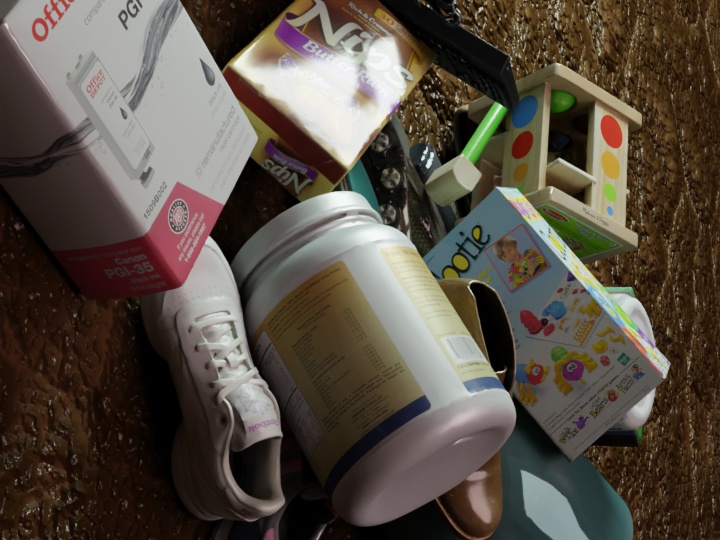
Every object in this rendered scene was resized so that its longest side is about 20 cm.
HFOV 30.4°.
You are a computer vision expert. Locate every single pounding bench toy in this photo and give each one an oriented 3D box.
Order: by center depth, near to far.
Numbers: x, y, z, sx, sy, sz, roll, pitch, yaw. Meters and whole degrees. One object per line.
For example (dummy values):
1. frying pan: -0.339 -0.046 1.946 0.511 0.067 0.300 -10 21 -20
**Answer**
1. pounding bench toy: 0.153 -0.112 1.238 0.198 0.123 0.158 23 63 -35

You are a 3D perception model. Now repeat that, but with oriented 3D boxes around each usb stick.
1. usb stick: 0.088 -0.030 1.283 0.202 0.032 0.056 64 36 -31

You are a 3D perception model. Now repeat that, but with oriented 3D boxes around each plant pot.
1. plant pot: 0.106 0.198 1.129 0.162 0.199 0.201 54 39 -18

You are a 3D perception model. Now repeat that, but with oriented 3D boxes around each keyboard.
1. keyboard: 0.047 -0.205 1.087 0.021 0.199 0.127 -47 149 -12

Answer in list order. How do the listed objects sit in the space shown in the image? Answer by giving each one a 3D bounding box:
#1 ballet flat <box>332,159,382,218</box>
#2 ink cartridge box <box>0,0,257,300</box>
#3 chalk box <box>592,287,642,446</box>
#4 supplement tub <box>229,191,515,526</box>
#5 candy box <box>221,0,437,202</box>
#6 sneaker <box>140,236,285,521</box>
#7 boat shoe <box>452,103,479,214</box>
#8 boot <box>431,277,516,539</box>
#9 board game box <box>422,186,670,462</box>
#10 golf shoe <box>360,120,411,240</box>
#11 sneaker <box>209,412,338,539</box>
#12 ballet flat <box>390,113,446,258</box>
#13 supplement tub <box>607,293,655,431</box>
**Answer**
1. ballet flat: 0.000 0.000 1.052 0.202 0.063 0.067 67 17 2
2. ink cartridge box: -0.160 -0.105 0.806 0.201 0.082 0.148 60 38 -36
3. chalk box: 0.226 0.093 1.379 0.200 0.123 0.126 58 36 -61
4. supplement tub: 0.003 0.060 0.935 0.144 0.144 0.201 12 42 -59
5. candy box: -0.027 -0.148 1.027 0.116 0.056 0.201 40 39 -5
6. sneaker: -0.087 0.069 0.884 0.074 0.099 0.203 -16 99 -38
7. boat shoe: 0.133 -0.069 1.342 0.064 0.071 0.203 -14 88 -55
8. boot: 0.083 0.105 0.997 0.073 0.075 0.203 -10 90 -41
9. board game box: 0.150 0.040 1.097 0.201 0.105 0.103 50 14 8
10. golf shoe: 0.009 -0.031 1.125 0.088 0.076 0.204 -17 105 -78
11. sneaker: -0.041 0.153 0.974 0.070 0.081 0.202 54 41 -38
12. ballet flat: 0.041 -0.052 1.194 0.068 0.046 0.202 -85 156 -52
13. supplement tub: 0.165 0.088 1.232 0.122 0.197 0.125 16 71 -58
